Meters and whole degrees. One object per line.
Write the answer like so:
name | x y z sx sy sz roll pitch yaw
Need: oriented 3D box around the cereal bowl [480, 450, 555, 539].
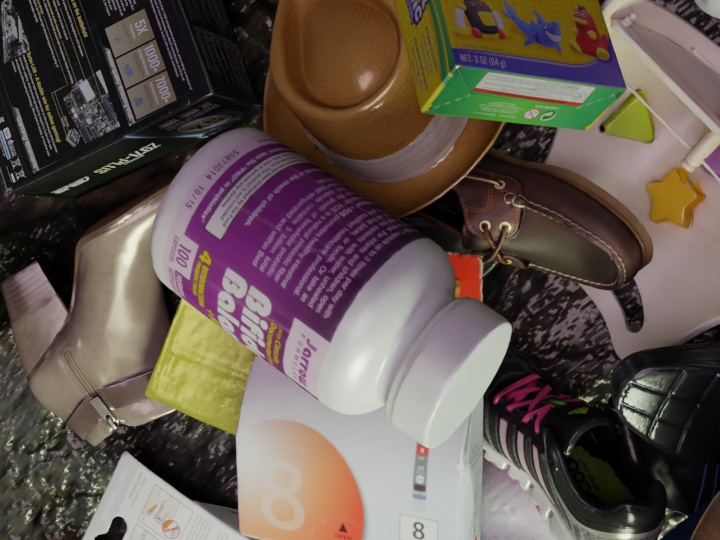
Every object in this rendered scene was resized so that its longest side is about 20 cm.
cereal bowl | 0.105 0.221 0.791 0.198 0.083 0.203 2 100 12

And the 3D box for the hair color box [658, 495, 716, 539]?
hair color box | 0.267 0.158 0.669 0.199 0.061 0.100 -39 115 5

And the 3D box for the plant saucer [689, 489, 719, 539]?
plant saucer | 0.272 0.167 0.622 0.198 0.035 0.202 -5 114 -10

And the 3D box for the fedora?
fedora | 0.000 -0.129 0.706 0.199 0.082 0.203 -13 65 28

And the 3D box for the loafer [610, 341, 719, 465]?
loafer | 0.235 0.073 0.700 0.198 0.073 0.073 10 122 -22

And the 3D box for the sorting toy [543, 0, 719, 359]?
sorting toy | 0.188 -0.040 0.718 0.200 0.106 0.180 50 122 17

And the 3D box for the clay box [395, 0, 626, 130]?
clay box | 0.074 -0.182 0.667 0.048 0.114 0.202 -48 46 53

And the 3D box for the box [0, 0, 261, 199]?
box | -0.182 -0.172 0.767 0.162 0.086 0.202 -23 84 16

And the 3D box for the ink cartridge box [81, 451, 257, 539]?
ink cartridge box | -0.125 0.252 0.877 0.199 0.050 0.163 32 107 14

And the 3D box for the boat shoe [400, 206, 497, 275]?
boat shoe | -0.001 -0.002 0.782 0.197 0.066 0.075 -4 100 14

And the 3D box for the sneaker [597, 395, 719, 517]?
sneaker | 0.246 0.141 0.757 0.200 0.070 0.078 41 129 -3

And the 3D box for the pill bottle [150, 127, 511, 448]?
pill bottle | -0.016 0.011 0.654 0.199 0.112 0.113 34 107 21

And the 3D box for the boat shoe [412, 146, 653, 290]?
boat shoe | 0.085 -0.036 0.721 0.199 0.070 0.071 29 146 33

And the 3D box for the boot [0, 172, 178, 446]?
boot | -0.165 0.034 0.834 0.199 0.070 0.147 -29 99 18

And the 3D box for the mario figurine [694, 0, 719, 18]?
mario figurine | 0.258 -0.176 0.619 0.105 0.200 0.124 34 106 4

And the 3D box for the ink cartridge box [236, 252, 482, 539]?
ink cartridge box | -0.002 0.087 0.727 0.160 0.050 0.202 6 110 23

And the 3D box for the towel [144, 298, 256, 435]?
towel | -0.048 0.089 0.815 0.198 0.018 0.087 23 101 -5

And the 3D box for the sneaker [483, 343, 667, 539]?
sneaker | 0.127 0.104 0.732 0.200 0.073 0.088 53 148 30
